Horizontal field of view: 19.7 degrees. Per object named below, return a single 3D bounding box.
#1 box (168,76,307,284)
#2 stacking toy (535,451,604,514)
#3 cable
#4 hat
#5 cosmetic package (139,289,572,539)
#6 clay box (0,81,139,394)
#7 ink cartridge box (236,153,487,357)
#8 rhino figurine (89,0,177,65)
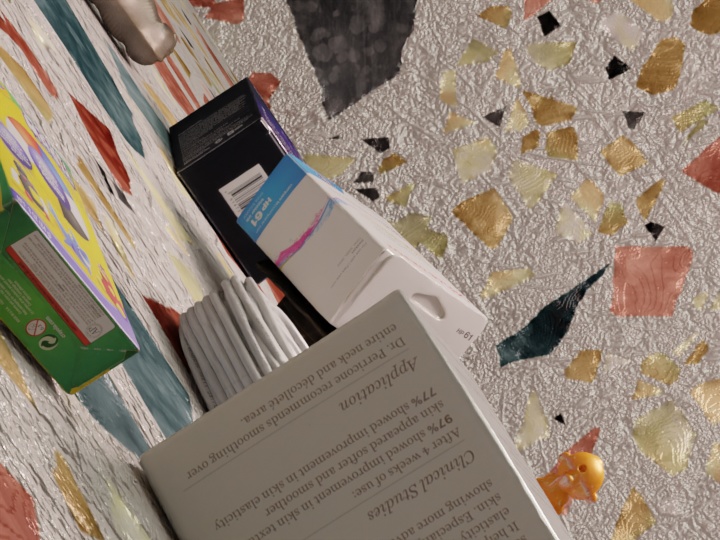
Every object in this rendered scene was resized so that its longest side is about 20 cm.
[{"bbox_3d":[-0.113,-0.096,2.137,0.148,0.104,0.200,56,4,-20],"label":"box"},{"bbox_3d":[0.094,0.195,1.539,0.116,0.200,0.110,58,3,27],"label":"stacking toy"},{"bbox_3d":[-0.052,0.099,1.445,0.200,0.069,0.200,57,2,16],"label":"cable"},{"bbox_3d":[-0.034,0.078,1.833,0.201,0.081,0.201,38,4,-3],"label":"hat"},{"bbox_3d":[0.019,0.152,1.091,0.200,0.167,0.166,59,3,22],"label":"cosmetic package"},{"bbox_3d":[-0.178,-0.040,1.044,0.115,0.048,0.200,55,4,-40],"label":"clay box"},{"bbox_3d":[0.000,0.000,1.818,0.145,0.085,0.200,34,6,-38],"label":"ink cartridge box"},{"bbox_3d":[-0.267,-0.303,2.232,0.200,0.060,0.087,54,6,-20],"label":"rhino figurine"}]
